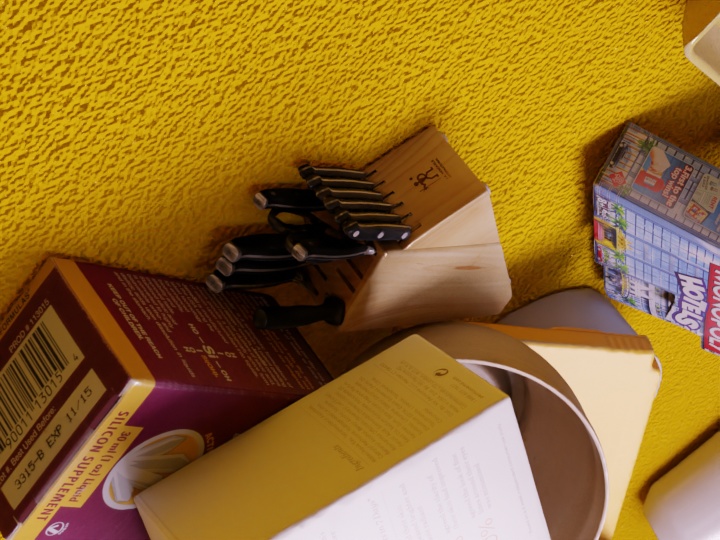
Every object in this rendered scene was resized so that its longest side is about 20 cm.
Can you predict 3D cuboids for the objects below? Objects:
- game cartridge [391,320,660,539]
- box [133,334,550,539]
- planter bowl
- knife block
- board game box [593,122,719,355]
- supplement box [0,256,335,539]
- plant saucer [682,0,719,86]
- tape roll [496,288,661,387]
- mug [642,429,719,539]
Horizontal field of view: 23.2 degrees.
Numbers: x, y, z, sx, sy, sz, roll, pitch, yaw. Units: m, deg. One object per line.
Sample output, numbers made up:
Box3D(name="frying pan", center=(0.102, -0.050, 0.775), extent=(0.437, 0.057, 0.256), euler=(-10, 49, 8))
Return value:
Box3D(name="game cartridge", center=(0.107, 0.118, 1.279), extent=(0.198, 0.033, 0.177), euler=(5, 120, -13))
Box3D(name="box", center=(-0.003, 0.159, 1.008), extent=(0.199, 0.106, 0.153), euler=(-28, 120, -18))
Box3D(name="planter bowl", center=(0.058, 0.116, 1.167), extent=(0.198, 0.135, 0.202), euler=(0, 115, 0))
Box3D(name="knife block", center=(0.000, 0.000, 1.096), extent=(0.175, 0.064, 0.200), euler=(-33, 150, -7))
Box3D(name="board game box", center=(0.269, 0.005, 1.256), extent=(0.062, 0.199, 0.200), euler=(-57, 157, -23))
Box3D(name="supplement box", center=(-0.125, 0.082, 1.033), extent=(0.131, 0.103, 0.199), euler=(-51, 148, 20))
Box3D(name="plant saucer", center=(0.306, -0.201, 1.167), extent=(0.200, 0.049, 0.200), euler=(-46, 149, 14))
Box3D(name="tape roll", center=(0.139, 0.110, 1.391), extent=(0.201, 0.071, 0.203), euler=(-28, 149, -19))
Box3D(name="mug", center=(0.375, 0.246, 1.768), extent=(0.153, 0.150, 0.187), euler=(-31, 144, 5))
